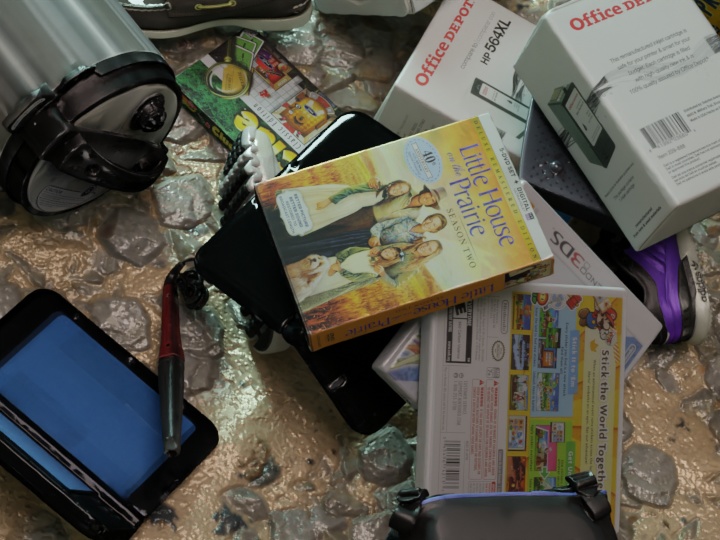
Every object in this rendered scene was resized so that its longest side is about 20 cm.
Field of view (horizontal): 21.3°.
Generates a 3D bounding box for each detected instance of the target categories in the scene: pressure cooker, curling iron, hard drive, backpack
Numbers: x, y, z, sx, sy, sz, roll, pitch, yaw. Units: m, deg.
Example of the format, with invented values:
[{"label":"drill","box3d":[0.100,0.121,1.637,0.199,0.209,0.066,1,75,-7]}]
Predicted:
[{"label":"pressure cooker","box3d":[-0.245,-0.143,1.563,0.176,0.179,0.200,-31,72,-31]},{"label":"curling iron","box3d":[-0.146,0.065,1.533,0.026,0.049,0.201,37,38,-31]},{"label":"hard drive","box3d":[0.208,-0.128,1.665,0.134,0.042,0.201,21,58,-7]},{"label":"backpack","box3d":[0.092,0.254,1.417,0.182,0.200,0.148,-3,64,-18]}]

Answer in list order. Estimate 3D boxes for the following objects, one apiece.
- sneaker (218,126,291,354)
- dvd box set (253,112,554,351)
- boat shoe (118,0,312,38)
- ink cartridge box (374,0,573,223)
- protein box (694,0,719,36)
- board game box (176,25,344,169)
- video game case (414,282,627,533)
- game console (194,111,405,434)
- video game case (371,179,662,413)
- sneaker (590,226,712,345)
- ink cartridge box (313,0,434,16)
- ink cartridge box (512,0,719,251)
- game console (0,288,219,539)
[{"label":"sneaker","box3d":[-0.068,-0.026,1.615,0.081,0.075,0.201,-3,70,-26]},{"label":"dvd box set","box3d":[0.032,-0.032,1.480,0.199,0.029,0.147,-17,61,-7]},{"label":"boat shoe","box3d":[-0.141,-0.253,1.711,0.200,0.061,0.072,-5,47,-11]},{"label":"ink cartridge box","box3d":[0.131,-0.146,1.726,0.199,0.084,0.146,29,58,-1]},{"label":"protein box","box3d":[0.360,-0.346,1.876,0.199,0.135,0.199,28,58,1]},{"label":"board game box","box3d":[-0.066,-0.124,1.696,0.200,0.023,0.105,43,61,11]},{"label":"video game case","box3d":[0.128,0.110,1.517,0.181,0.023,0.201,3,87,-26]},{"label":"game console","box3d":[0.000,0.000,1.556,0.200,0.116,0.176,-45,121,-20]},{"label":"video game case","box3d":[0.130,0.061,1.542,0.182,0.022,0.200,44,73,-19]},{"label":"sneaker","box3d":[0.240,-0.025,1.697,0.099,0.070,0.201,-5,62,-16]},{"label":"ink cartridge box","box3d":[0.060,-0.315,1.761,0.200,0.147,0.086,-34,116,-31]},{"label":"ink cartridge box","box3d":[0.246,-0.139,1.608,0.146,0.084,0.200,-23,73,-28]},{"label":"game console","box3d":[-0.226,0.103,1.468,0.200,0.176,0.117,38,86,8]}]
